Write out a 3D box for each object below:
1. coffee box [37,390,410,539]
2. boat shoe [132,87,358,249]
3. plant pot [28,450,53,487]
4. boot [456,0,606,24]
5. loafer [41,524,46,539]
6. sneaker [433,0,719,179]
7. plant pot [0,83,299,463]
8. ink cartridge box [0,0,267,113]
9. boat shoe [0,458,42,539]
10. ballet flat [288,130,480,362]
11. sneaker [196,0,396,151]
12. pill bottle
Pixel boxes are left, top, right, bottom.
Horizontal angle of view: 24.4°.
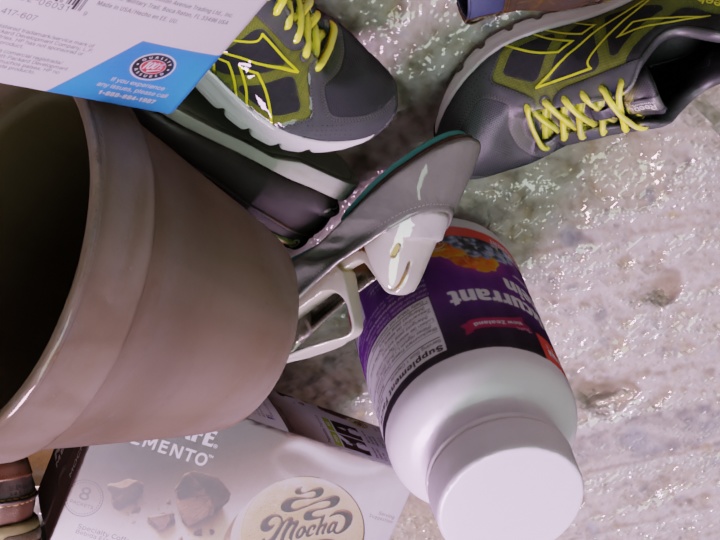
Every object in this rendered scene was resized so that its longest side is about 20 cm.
[{"bbox_3d":[-0.082,0.129,1.009,0.199,0.080,0.114,21,100,-19],"label":"coffee box"},{"bbox_3d":[-0.094,-0.070,0.929,0.200,0.072,0.061,26,112,-30],"label":"boat shoe"},{"bbox_3d":[-0.198,0.050,1.021,0.198,0.028,0.201,-6,126,-8],"label":"plant pot"},{"bbox_3d":[0.084,-0.212,0.844,0.096,0.075,0.201,-18,129,-3],"label":"boot"},{"bbox_3d":[-0.152,0.182,1.096,0.200,0.073,0.071,-39,123,15],"label":"loafer"},{"bbox_3d":[0.132,-0.108,0.946,0.199,0.085,0.075,-32,125,10],"label":"sneaker"},{"bbox_3d":[-0.131,0.011,0.857,0.173,0.201,0.200,21,120,-42],"label":"plant pot"},{"bbox_3d":[-0.094,-0.168,0.702,0.145,0.085,0.200,8,138,-44],"label":"ink cartridge box"},{"bbox_3d":[-0.279,0.122,1.001,0.198,0.072,0.068,6,98,22],"label":"boat shoe"},{"bbox_3d":[0.000,0.000,0.957,0.199,0.064,0.067,-36,158,20],"label":"ballet flat"},{"bbox_3d":[-0.055,-0.129,0.868,0.199,0.075,0.084,25,145,-27],"label":"sneaker"},{"bbox_3d":[0.062,0.068,0.975,0.110,0.201,0.112,-7,127,-9],"label":"pill bottle"}]
